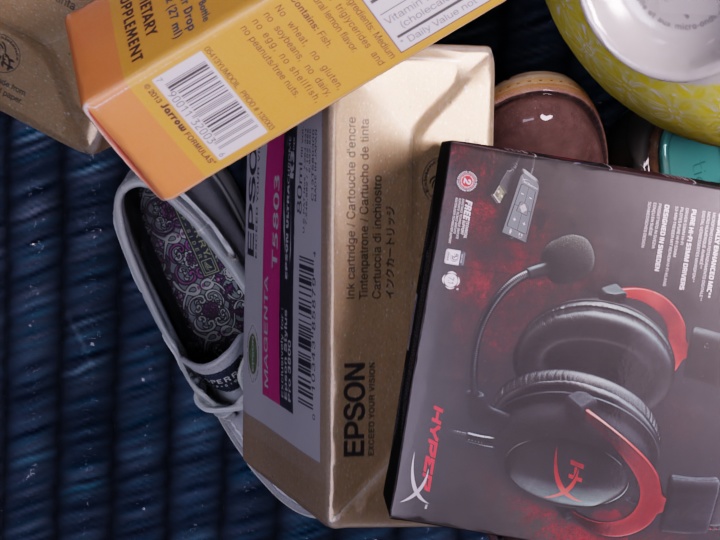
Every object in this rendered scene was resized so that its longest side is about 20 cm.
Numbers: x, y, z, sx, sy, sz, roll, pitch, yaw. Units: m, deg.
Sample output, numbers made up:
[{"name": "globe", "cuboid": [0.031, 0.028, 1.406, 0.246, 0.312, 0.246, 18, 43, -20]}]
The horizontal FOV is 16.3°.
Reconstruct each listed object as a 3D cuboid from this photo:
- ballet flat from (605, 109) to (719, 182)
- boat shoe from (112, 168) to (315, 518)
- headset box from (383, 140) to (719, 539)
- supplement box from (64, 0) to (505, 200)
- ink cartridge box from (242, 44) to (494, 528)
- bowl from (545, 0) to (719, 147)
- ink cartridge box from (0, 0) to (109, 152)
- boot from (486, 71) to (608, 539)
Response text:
[{"name": "ballet flat", "cuboid": [0.144, 0.021, 1.132, 0.068, 0.068, 0.202, 1, 98, 56]}, {"name": "boat shoe", "cuboid": [-0.064, 0.037, 1.207, 0.070, 0.071, 0.202, -24, 97, 25]}, {"name": "headset box", "cuboid": [0.118, 0.037, 0.985, 0.198, 0.075, 0.150, 10, 92, -2]}, {"name": "supplement box", "cuboid": [-0.015, -0.111, 0.976, 0.199, 0.067, 0.069, -29, 132, 10]}, {"name": "ink cartridge box", "cuboid": [0.000, 0.000, 1.096, 0.075, 0.165, 0.202, -1, 95, -16]}, {"name": "bowl", "cuboid": [0.143, -0.129, 0.996, 0.199, 0.108, 0.201, 14, 118, 27]}, {"name": "ink cartridge box", "cuboid": [-0.160, -0.139, 1.128, 0.199, 0.165, 0.075, 27, 110, 10]}, {"name": "boot", "cuboid": [0.079, 0.035, 1.080, 0.072, 0.167, 0.201, -2, 137, -7]}]
